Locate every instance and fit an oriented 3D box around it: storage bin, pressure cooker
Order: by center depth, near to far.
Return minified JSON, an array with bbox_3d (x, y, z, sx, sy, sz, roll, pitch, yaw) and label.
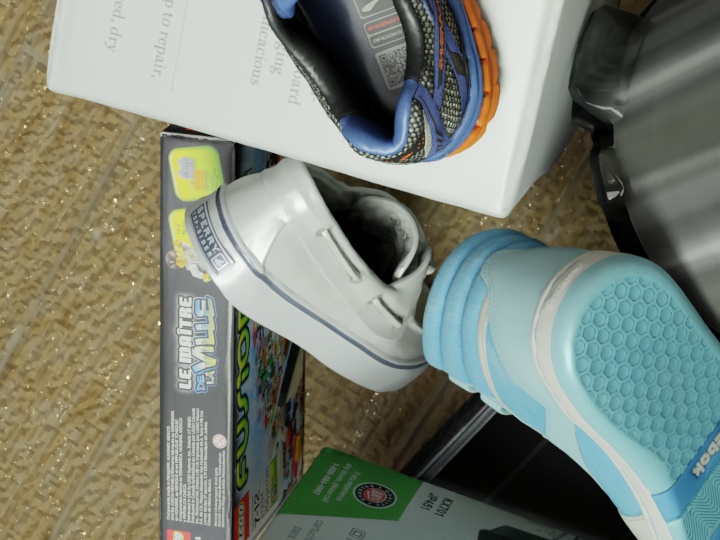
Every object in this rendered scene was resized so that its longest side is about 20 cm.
[{"bbox_3d":[0.186,-0.054,1.080,0.177,0.178,0.200,64,156,0],"label":"pressure cooker"},{"bbox_3d":[0.074,0.132,1.240,0.135,0.094,0.200,42,114,0],"label":"storage bin"}]

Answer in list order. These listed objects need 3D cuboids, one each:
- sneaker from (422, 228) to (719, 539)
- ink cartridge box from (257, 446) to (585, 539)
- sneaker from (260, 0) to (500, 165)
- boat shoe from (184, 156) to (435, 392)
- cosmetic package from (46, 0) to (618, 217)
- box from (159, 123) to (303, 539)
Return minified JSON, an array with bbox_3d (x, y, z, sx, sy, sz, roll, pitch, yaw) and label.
[{"bbox_3d":[0.100,0.054,1.124,0.130,0.080,0.200,22,152,50],"label":"sneaker"},{"bbox_3d":[0.049,0.165,1.129,0.199,0.147,0.084,19,113,9],"label":"ink cartridge box"},{"bbox_3d":[-0.012,-0.126,1.001,0.075,0.078,0.201,-28,98,22],"label":"sneaker"},{"bbox_3d":[0.000,0.000,1.170,0.065,0.200,0.074,-33,70,15],"label":"boat shoe"},{"bbox_3d":[0.003,-0.143,1.125,0.199,0.167,0.167,16,111,11],"label":"cosmetic package"},{"bbox_3d":[-0.056,0.021,1.232,0.034,0.110,0.202,7,111,15],"label":"box"}]
